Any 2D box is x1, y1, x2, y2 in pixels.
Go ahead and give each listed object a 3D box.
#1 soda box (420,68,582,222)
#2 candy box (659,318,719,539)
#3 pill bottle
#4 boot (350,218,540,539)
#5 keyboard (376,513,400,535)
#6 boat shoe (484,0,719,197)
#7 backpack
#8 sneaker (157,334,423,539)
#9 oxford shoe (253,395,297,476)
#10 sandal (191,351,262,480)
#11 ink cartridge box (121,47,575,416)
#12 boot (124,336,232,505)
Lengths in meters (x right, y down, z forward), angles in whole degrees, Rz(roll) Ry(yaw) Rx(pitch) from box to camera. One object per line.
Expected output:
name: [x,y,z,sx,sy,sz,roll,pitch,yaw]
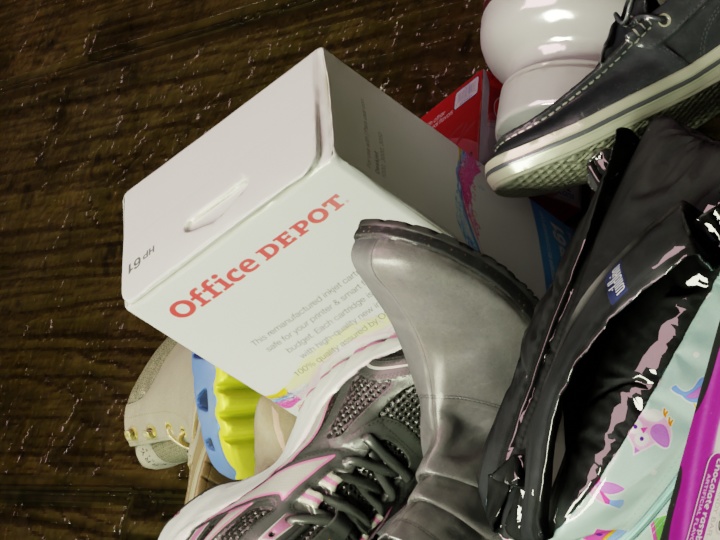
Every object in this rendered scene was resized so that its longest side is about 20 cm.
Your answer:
soda box: [0.036,-0.029,1.595,0.200,0.070,0.063,-36,42,48]
candy box: [0.206,0.091,1.037,0.061,0.200,0.136,2,75,60]
pill bottle: [0.119,-0.150,1.479,0.113,0.113,0.200,-29,46,53]
boot: [0.041,0.077,1.356,0.070,0.200,0.132,7,59,47]
keyboard: [0.002,0.104,1.562,0.200,0.011,0.056,21,76,49]
boat shoe: [0.139,-0.099,1.366,0.200,0.075,0.062,-33,75,3]
backpack: [0.137,0.046,1.286,0.200,0.127,0.167,-64,12,4]
sneaker: [-0.015,0.119,1.440,0.200,0.080,0.086,-45,20,18]
oxford shoe: [-0.049,0.157,1.529,0.071,0.074,0.200,-179,87,-77]
sandal: [-0.063,0.015,1.601,0.087,0.079,0.200,-14,72,53]
ink cartridge box: [0.000,0.000,1.468,0.145,0.200,0.085,-35,40,28]
boot: [-0.086,0.102,1.732,0.155,0.072,0.200,-27,43,53]
